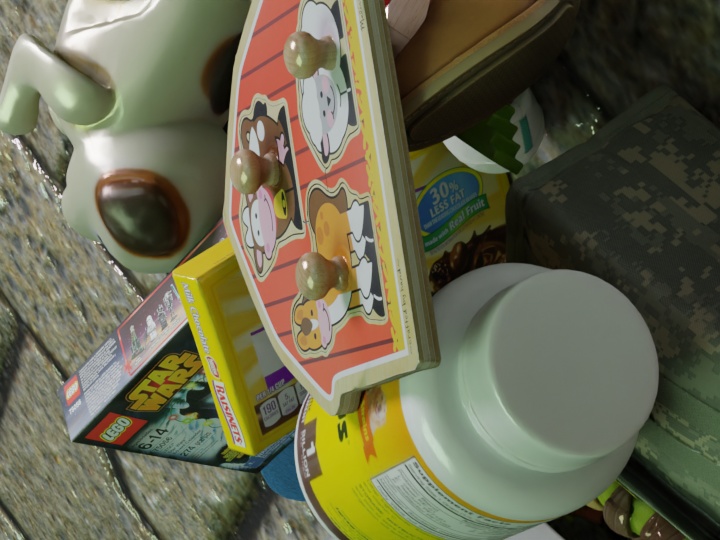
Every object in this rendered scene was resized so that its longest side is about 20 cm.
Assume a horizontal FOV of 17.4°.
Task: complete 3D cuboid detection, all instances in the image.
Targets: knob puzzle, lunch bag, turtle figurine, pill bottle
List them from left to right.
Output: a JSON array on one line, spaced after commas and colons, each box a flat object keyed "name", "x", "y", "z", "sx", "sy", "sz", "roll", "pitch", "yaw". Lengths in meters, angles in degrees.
[{"name": "knob puzzle", "x": -0.031, "y": -0.035, "z": 1.014, "sx": 0.220, "sy": 0.030, "sz": 0.220, "roll": 173, "pitch": 90, "yaw": -68}, {"name": "pill bottle", "x": 0.050, "y": 0.063, "z": 1.025, "sx": 0.109, "sy": 0.109, "sz": 0.200, "roll": 57, "pitch": 154, "yaw": 2}, {"name": "turtle figurine", "x": 0.123, "y": 0.107, "z": 1.216, "sx": 0.161, "sy": 0.064, "sz": 0.200, "roll": 41, "pitch": 172, "yaw": 32}, {"name": "lunch bag", "x": 0.152, "y": 0.046, "z": 1.083, "sx": 0.164, "sy": 0.117, "sz": 0.200, "roll": 42, "pitch": 154, "yaw": 30}]

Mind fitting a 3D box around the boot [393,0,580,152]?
[{"name": "boot", "x": 0.038, "y": -0.161, "z": 0.985, "sx": 0.155, "sy": 0.200, "sz": 0.077, "roll": 43, "pitch": 180, "yaw": 13}]

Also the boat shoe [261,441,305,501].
[{"name": "boat shoe", "x": -0.021, "y": 0.042, "z": 1.397, "sx": 0.069, "sy": 0.084, "sz": 0.201, "roll": -84, "pitch": 3, "yaw": -60}]

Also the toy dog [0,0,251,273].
[{"name": "toy dog", "x": -0.104, "y": -0.098, "z": 1.281, "sx": 0.193, "sy": 0.140, "sz": 0.201, "roll": 4, "pitch": 89, "yaw": 15}]

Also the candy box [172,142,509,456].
[{"name": "candy box", "x": 0.000, "y": 0.000, "z": 1.183, "sx": 0.026, "sy": 0.200, "sz": 0.102, "roll": 12, "pitch": 128, "yaw": 50}]

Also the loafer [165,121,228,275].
[{"name": "loafer", "x": -0.091, "y": -0.023, "z": 1.450, "sx": 0.071, "sy": 0.073, "sz": 0.201, "roll": 35, "pitch": 140, "yaw": 52}]

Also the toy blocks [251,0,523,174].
[{"name": "toy blocks", "x": 0.028, "y": -0.154, "z": 1.079, "sx": 0.200, "sy": 0.137, "sz": 0.100, "roll": 36, "pitch": -173, "yaw": 34}]

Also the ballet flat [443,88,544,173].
[{"name": "ballet flat", "x": 0.015, "y": -0.129, "z": 1.170, "sx": 0.200, "sy": 0.069, "sz": 0.070, "roll": 43, "pitch": 148, "yaw": 16}]

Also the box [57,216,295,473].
[{"name": "box", "x": -0.054, "y": 0.035, "z": 1.286, "sx": 0.200, "sy": 0.137, "sz": 0.040, "roll": -44, "pitch": 49, "yaw": 32}]

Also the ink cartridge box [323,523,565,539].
[{"name": "ink cartridge box", "x": 0.062, "y": 0.223, "z": 1.305, "sx": 0.147, "sy": 0.145, "sz": 0.200, "roll": 40, "pitch": 165, "yaw": 31}]
